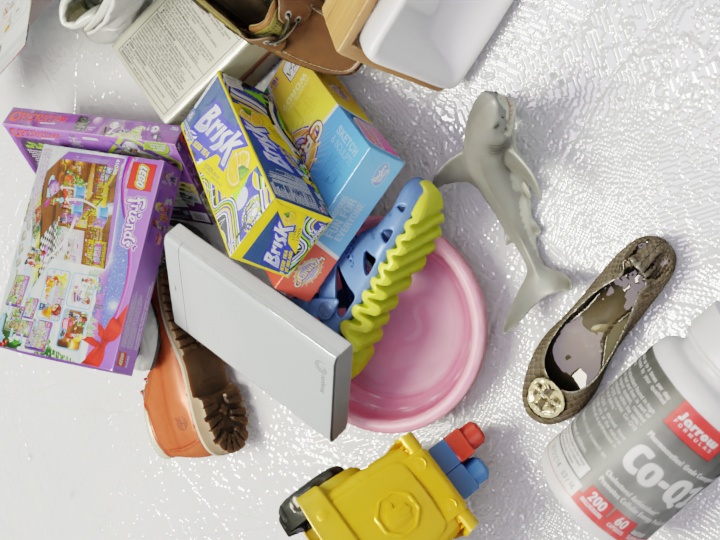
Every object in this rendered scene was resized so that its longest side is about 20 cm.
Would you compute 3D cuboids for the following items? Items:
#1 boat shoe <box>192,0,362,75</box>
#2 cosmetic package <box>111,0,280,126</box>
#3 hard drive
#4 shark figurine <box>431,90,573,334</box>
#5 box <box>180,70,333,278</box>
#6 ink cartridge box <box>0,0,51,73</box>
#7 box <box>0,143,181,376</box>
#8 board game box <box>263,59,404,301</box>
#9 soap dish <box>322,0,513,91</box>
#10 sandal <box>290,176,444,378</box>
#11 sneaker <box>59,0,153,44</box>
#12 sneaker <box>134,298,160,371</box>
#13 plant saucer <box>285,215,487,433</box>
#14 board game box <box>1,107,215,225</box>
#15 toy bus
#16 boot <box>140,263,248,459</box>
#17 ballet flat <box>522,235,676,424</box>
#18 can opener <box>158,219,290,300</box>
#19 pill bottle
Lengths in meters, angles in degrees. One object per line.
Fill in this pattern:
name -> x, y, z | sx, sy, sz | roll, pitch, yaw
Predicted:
boat shoe -> -0.079, -0.217, 1.002 | 0.199, 0.068, 0.072 | 25, 118, -20
cosmetic package -> -0.124, -0.237, 1.103 | 0.200, 0.087, 0.104 | -39, 79, 23
hard drive -> -0.093, 0.056, 1.044 | 0.200, 0.027, 0.132 | 33, 146, 22
shark figurine -> 0.111, -0.065, 1.022 | 0.089, 0.128, 0.215 | -18, 116, 2
box -> -0.095, -0.088, 1.018 | 0.070, 0.064, 0.200 | -51, 39, 22
ink cartridge box -> -0.336, -0.252, 1.139 | 0.200, 0.043, 0.174 | -25, 61, 50
box -> -0.257, -0.012, 1.097 | 0.136, 0.039, 0.201 | 10, 82, 21
board game box -> -0.053, -0.092, 1.055 | 0.153, 0.040, 0.200 | -55, 38, 18
soap dish -> 0.067, -0.261, 0.990 | 0.081, 0.157, 0.200 | 44, 111, 31
sandal -> 0.000, 0.000, 1.030 | 0.087, 0.079, 0.200 | 38, 107, 20
sneaker -> -0.245, -0.253, 1.082 | 0.074, 0.116, 0.200 | 51, 144, -5
sneaker -> -0.262, 0.016, 1.165 | 0.200, 0.079, 0.074 | 61, 141, 36
plant saucer -> 0.026, 0.049, 1.090 | 0.200, 0.051, 0.202 | 2, 96, 23
board game box -> -0.245, -0.104, 1.161 | 0.199, 0.120, 0.032 | 10, 61, 21
toy bus -> 0.035, 0.216, 1.059 | 0.192, 0.200, 0.136 | -37, 80, -14
boot -> -0.189, 0.094, 1.178 | 0.107, 0.075, 0.201 | -17, 83, 36
ballet flat -> 0.203, 0.054, 1.016 | 0.067, 0.046, 0.200 | 41, 109, 15
can opener -> -0.140, -0.001, 1.123 | 0.200, 0.066, 0.053 | 34, 135, 26
pill bottle -> 0.255, 0.128, 0.965 | 0.114, 0.114, 0.200 | 46, 111, 12
